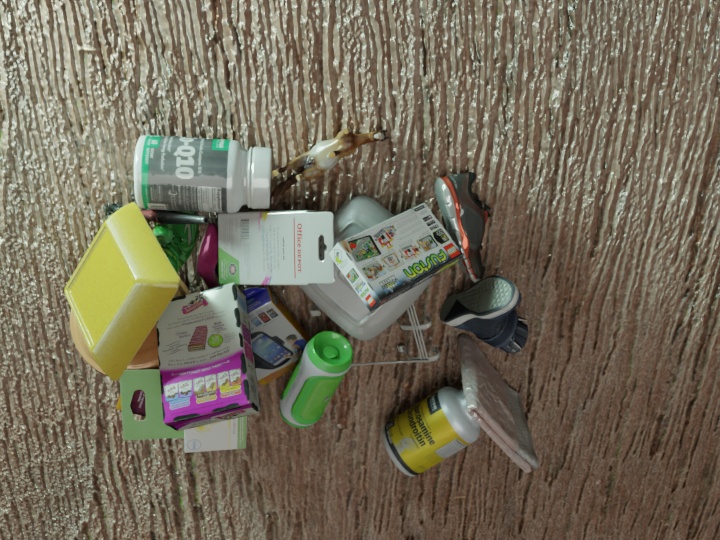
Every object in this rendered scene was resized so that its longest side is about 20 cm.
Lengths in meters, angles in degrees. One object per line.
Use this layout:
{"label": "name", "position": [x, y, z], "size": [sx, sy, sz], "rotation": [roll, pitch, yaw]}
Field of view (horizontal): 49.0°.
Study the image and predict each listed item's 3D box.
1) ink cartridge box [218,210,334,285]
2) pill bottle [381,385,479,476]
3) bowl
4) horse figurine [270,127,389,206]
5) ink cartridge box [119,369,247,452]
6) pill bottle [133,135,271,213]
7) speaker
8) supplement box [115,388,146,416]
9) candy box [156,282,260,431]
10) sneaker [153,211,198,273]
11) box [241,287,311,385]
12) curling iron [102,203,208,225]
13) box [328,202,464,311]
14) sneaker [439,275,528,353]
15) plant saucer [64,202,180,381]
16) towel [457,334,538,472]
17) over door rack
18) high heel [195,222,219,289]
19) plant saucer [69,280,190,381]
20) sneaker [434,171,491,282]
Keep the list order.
{"label": "ink cartridge box", "position": [-0.121, -0.036, 1.242], "size": [0.200, 0.067, 0.117], "rotation": [1, 93, 21]}
{"label": "pill bottle", "position": [0.147, 0.283, 1.444], "size": [0.200, 0.112, 0.112], "rotation": [-35, 113, 16]}
{"label": "bowl", "position": [0.000, 0.000, 1.287], "size": [0.200, 0.075, 0.200], "rotation": [44, 102, 2]}
{"label": "horse figurine", "position": [-0.060, -0.173, 1.226], "size": [0.200, 0.133, 0.050], "rotation": [-30, 94, 17]}
{"label": "ink cartridge box", "position": [-0.286, 0.228, 1.287], "size": [0.200, 0.048, 0.146], "rotation": [-2, 117, -15]}
{"label": "pill bottle", "position": [-0.238, -0.146, 1.213], "size": [0.200, 0.113, 0.113], "rotation": [2, 115, -7]}
{"label": "speaker", "position": [-0.080, 0.192, 1.370], "size": [0.088, 0.089, 0.200], "rotation": [16, 135, -12]}
{"label": "supplement box", "position": [-0.307, 0.203, 1.370], "size": [0.200, 0.110, 0.086], "rotation": [18, 113, -13]}
{"label": "candy box", "position": [-0.236, 0.132, 1.214], "size": [0.136, 0.200, 0.061], "rotation": [-13, 155, 5]}
{"label": "sneaker", "position": [-0.303, -0.020, 1.236], "size": [0.074, 0.200, 0.084], "rotation": [35, 148, -23]}
{"label": "box", "position": [-0.168, 0.110, 1.343], "size": [0.119, 0.042, 0.200], "rotation": [-29, 137, 7]}
{"label": "curling iron", "position": [-0.321, -0.082, 1.228], "size": [0.200, 0.050, 0.026], "rotation": [8, 103, 23]}
{"label": "box", "position": [0.059, -0.025, 1.210], "size": [0.110, 0.200, 0.035], "rotation": [55, 140, 11]}
{"label": "sneaker", "position": [0.246, 0.078, 1.340], "size": [0.146, 0.202, 0.077], "rotation": [27, 70, -17]}
{"label": "plant saucer", "position": [-0.367, 0.026, 1.166], "size": [0.048, 0.200, 0.200], "rotation": [15, 119, -47]}
{"label": "towel", "position": [0.238, 0.231, 1.388], "size": [0.032, 0.200, 0.191], "rotation": [-35, 114, 19]}
{"label": "over door rack", "position": [0.028, 0.100, 1.386], "size": [0.200, 0.067, 0.148], "rotation": [-11, 115, 13]}
{"label": "high heel", "position": [-0.221, 0.013, 1.309], "size": [0.096, 0.067, 0.200], "rotation": [10, 119, 1]}
{"label": "plant saucer", "position": [-0.369, 0.079, 1.288], "size": [0.200, 0.032, 0.201], "rotation": [3, 78, -14]}
{"label": "sneaker", "position": [0.188, -0.072, 1.314], "size": [0.082, 0.077, 0.200], "rotation": [-22, 118, -6]}
